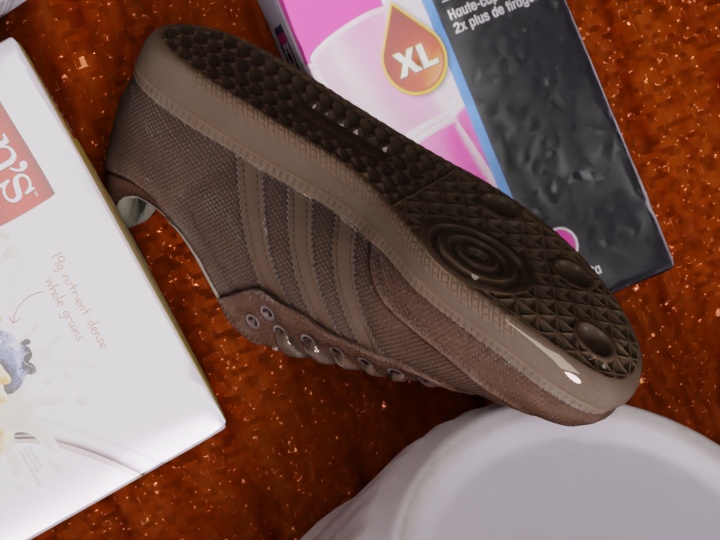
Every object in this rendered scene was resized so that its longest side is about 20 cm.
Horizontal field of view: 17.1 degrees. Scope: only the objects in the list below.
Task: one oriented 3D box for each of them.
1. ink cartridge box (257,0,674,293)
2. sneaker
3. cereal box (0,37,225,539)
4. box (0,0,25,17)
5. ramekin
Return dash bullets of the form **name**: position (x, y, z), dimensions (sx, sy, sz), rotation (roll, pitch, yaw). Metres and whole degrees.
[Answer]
- **ink cartridge box**: position (0.025, -0.074, 0.815), dimensions (0.094, 0.037, 0.201), rotation (-24, 91, -11)
- **sneaker**: position (0.000, 0.000, 0.763), dimensions (0.200, 0.070, 0.076), rotation (38, 119, 24)
- **cereal box**: position (-0.161, 0.035, 0.764), dimensions (0.199, 0.040, 0.144), rotation (-30, 93, -3)
- **box**: position (-0.184, -0.153, 0.740), dimensions (0.152, 0.106, 0.201), rotation (-33, 95, -9)
- **ramekin**: position (0.066, 0.130, 0.735), dimensions (0.201, 0.094, 0.203), rotation (12, 51, -15)
